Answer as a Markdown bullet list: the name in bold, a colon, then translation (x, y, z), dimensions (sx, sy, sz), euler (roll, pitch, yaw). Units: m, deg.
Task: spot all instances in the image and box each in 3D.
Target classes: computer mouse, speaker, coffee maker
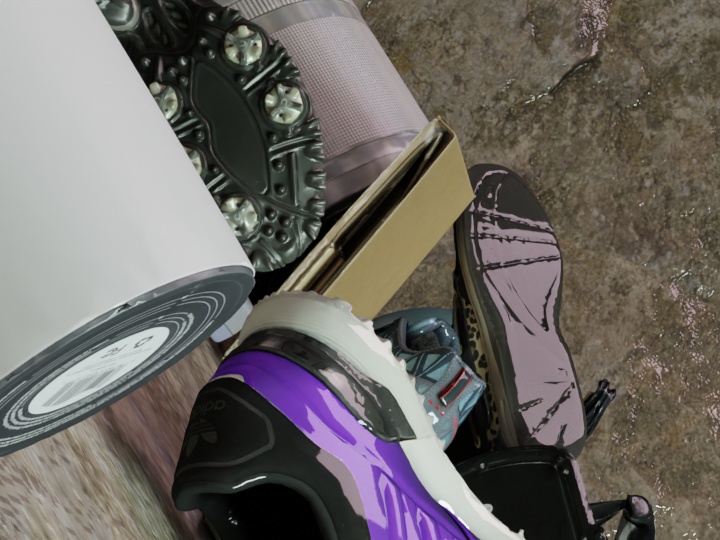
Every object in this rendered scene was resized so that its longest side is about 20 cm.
- **computer mouse**: translation (0.095, 0.136, 1.322), dimensions (0.034, 0.200, 0.059), euler (42, 26, 12)
- **speaker**: translation (-0.106, -0.063, 0.466), dimensions (0.201, 0.081, 0.081), euler (59, 2, 10)
- **coffee maker**: translation (0.106, 0.225, 1.226), dimensions (0.200, 0.134, 0.193), euler (55, 43, -58)

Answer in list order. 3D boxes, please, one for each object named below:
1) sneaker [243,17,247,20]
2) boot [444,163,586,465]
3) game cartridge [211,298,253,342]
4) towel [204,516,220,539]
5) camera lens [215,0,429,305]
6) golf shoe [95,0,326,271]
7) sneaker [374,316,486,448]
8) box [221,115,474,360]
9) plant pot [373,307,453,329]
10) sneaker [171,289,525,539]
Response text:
- **sneaker**: translation (-0.081, -0.091, 1.019), dimensions (0.201, 0.075, 0.089), euler (57, -11, 18)
- **boot**: translation (0.066, 0.050, 1.309), dimensions (0.151, 0.073, 0.201), euler (-42, -126, 50)
- **game cartridge**: translation (-0.117, -0.059, 0.969), dimensions (0.130, 0.038, 0.200), euler (64, 4, 36)
- **towel**: translation (0.009, 0.152, 0.796), dimensions (0.201, 0.034, 0.193), euler (58, 2, -2)
- **camera lens**: translation (-0.048, -0.085, 1.293), dimensions (0.201, 0.159, 0.160), euler (59, 2, 19)
- **golf shoe**: translation (-0.074, -0.085, 0.925), dimensions (0.201, 0.077, 0.088), euler (59, -6, 14)
- **sneaker**: translation (0.023, 0.072, 1.260), dimensions (0.079, 0.096, 0.200), euler (48, -7, -18)
- **box**: translation (0.000, 0.000, 1.142), dimensions (0.021, 0.164, 0.200), euler (40, -2, 9)
- **plant pot**: translation (0.081, 0.115, 2.059), dimensions (0.201, 0.134, 0.200), euler (58, 2, -3)
- **sneaker**: translation (0.009, 0.111, 0.666), dimensions (0.200, 0.069, 0.100), euler (50, 44, -15)
